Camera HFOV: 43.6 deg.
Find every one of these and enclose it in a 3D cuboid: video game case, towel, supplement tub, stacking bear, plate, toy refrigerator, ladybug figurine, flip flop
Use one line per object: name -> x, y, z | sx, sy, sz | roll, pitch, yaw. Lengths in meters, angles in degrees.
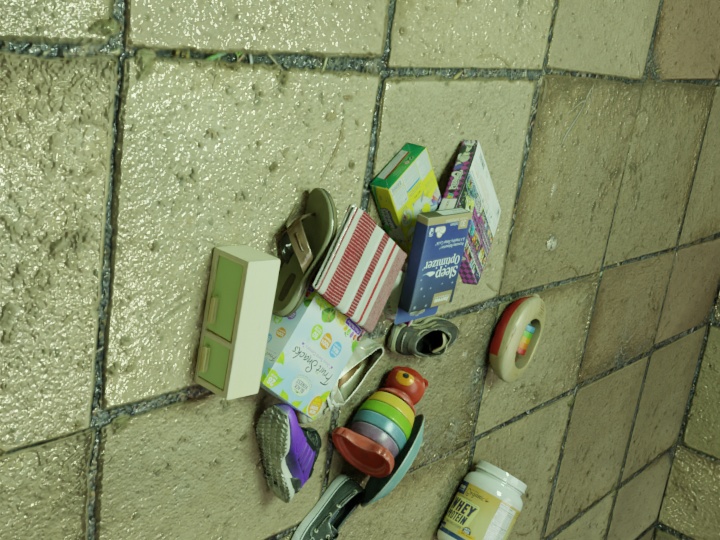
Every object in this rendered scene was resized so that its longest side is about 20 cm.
video game case -> 0.203, -0.105, 1.656 | 0.201, 0.035, 0.183 | 60, 42, -48
towel -> 0.000, 0.000, 1.390 | 0.200, 0.023, 0.145 | 42, 70, -56
supplement tub -> 0.273, 0.540, 2.006 | 0.201, 0.143, 0.144 | -61, 142, -11
stacking bear -> 0.051, 0.260, 1.627 | 0.201, 0.120, 0.114 | -55, 156, -31
plate -> 0.066, 0.353, 1.652 | 0.201, 0.025, 0.200 | -54, -177, 4
toy refrigerator -> -0.177, 0.072, 1.272 | 0.070, 0.075, 0.203 | -6, 112, -50
ladybug figurine -> 0.337, 0.142, 1.954 | 0.135, 0.071, 0.202 | 31, 83, -52
flip flop -> -0.095, -0.029, 1.337 | 0.057, 0.081, 0.202 | 24, 93, -39

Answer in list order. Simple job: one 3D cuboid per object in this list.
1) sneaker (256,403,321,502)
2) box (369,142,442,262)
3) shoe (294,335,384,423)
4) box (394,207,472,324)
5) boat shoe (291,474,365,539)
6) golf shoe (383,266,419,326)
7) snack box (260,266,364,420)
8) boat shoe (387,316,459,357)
sneaker -> -0.109, 0.277, 1.463 | 0.099, 0.069, 0.202 | -33, 139, -36
box -> 0.090, -0.105, 1.548 | 0.118, 0.048, 0.201 | -48, 137, -27
shoe -> -0.035, 0.185, 1.522 | 0.200, 0.053, 0.070 | -46, 137, -28
box -> 0.123, -0.003, 1.523 | 0.120, 0.032, 0.202 | -11, 121, -46
boat shoe -> -0.063, 0.460, 1.616 | 0.201, 0.056, 0.069 | -55, 141, -18
golf shoe -> 0.059, 0.038, 1.558 | 0.200, 0.075, 0.092 | 33, 84, -52
snack box -> -0.081, 0.111, 1.418 | 0.201, 0.067, 0.169 | -59, 143, -11
boat shoe -> 0.132, 0.135, 1.691 | 0.199, 0.073, 0.075 | -5, 111, -50
